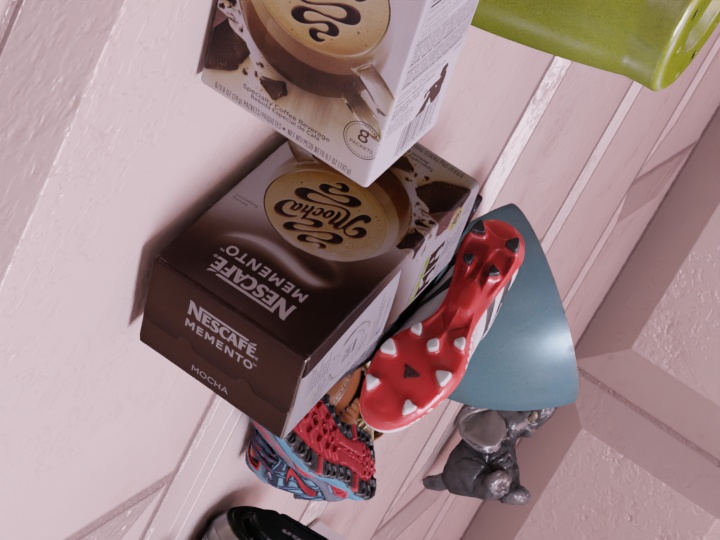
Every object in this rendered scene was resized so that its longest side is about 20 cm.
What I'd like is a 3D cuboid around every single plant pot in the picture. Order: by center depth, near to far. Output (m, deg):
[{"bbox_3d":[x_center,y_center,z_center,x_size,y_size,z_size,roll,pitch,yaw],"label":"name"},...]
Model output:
[{"bbox_3d":[0.135,-0.211,1.017,0.201,0.192,0.201,-52,167,-18],"label":"plant pot"},{"bbox_3d":[0.112,0.051,1.622,0.134,0.201,0.200,-17,159,-5],"label":"plant pot"}]

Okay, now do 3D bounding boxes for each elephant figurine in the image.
[{"bbox_3d":[0.201,0.235,2.463,0.141,0.154,0.201,0,-100,65],"label":"elephant figurine"}]

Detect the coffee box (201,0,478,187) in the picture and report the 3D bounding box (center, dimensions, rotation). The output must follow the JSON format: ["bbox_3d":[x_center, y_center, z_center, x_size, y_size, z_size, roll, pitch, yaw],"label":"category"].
[{"bbox_3d":[0.001,-0.157,0.837,0.080,0.113,0.201,-44,161,-42],"label":"coffee box"}]

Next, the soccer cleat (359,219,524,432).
[{"bbox_3d":[0.068,0.049,1.335,0.201,0.068,0.085,-57,165,-16],"label":"soccer cleat"}]

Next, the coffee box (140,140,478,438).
[{"bbox_3d":[-0.030,-0.007,1.045,0.200,0.113,0.080,-46,163,-40],"label":"coffee box"}]

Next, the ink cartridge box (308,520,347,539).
[{"bbox_3d":[-0.047,0.408,1.908,0.201,0.144,0.084,-63,166,22],"label":"ink cartridge box"}]

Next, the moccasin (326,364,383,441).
[{"bbox_3d":[-0.008,0.124,1.534,0.074,0.078,0.202,-54,166,-12],"label":"moccasin"}]

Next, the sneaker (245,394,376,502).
[{"bbox_3d":[-0.059,0.153,1.411,0.200,0.095,0.080,51,32,-53],"label":"sneaker"}]

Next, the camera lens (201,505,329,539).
[{"bbox_3d":[-0.099,0.323,1.490,0.201,0.160,0.160,-59,167,8],"label":"camera lens"}]

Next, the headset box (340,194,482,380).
[{"bbox_3d":[0.000,0.000,1.279,0.149,0.075,0.200,-61,167,20],"label":"headset box"}]
